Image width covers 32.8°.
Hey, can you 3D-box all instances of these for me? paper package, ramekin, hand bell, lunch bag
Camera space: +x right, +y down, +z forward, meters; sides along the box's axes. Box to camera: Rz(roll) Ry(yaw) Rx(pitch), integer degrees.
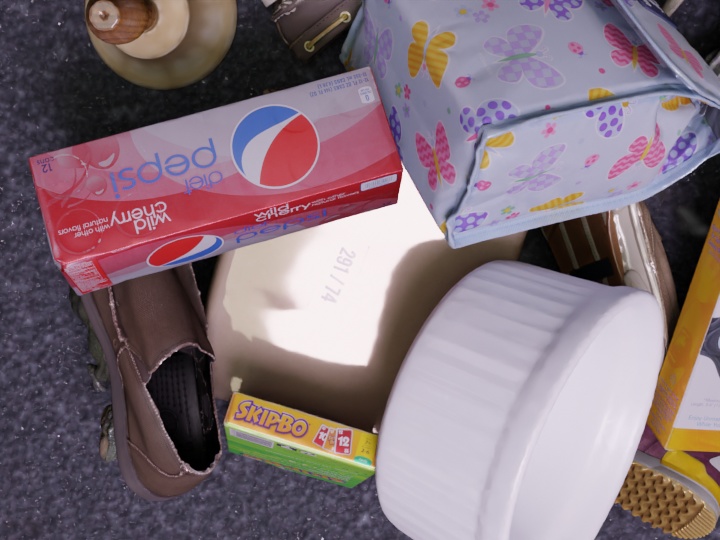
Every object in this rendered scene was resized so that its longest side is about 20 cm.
[{"bbox_3d":[0.000,0.000,0.820,0.190,0.103,0.201,17,101,-4],"label":"paper package"},{"bbox_3d":[0.095,0.091,0.735,0.098,0.200,0.201,23,104,29],"label":"ramekin"},{"bbox_3d":[-0.134,-0.152,0.735,0.104,0.200,0.104,0,103,-1],"label":"hand bell"},{"bbox_3d":[0.113,-0.127,0.735,0.199,0.170,0.127,-12,146,-23],"label":"lunch bag"}]

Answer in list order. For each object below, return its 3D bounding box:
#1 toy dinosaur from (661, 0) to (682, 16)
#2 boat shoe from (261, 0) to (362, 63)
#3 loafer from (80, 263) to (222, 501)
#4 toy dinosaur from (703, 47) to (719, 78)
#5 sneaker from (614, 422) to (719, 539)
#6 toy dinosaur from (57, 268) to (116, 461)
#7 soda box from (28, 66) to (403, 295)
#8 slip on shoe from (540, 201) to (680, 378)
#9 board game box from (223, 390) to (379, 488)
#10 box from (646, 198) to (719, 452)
[{"bbox_3d":[0.211,-0.256,0.765,0.047,0.088,0.201,-5,102,-10],"label":"toy dinosaur"},{"bbox_3d":[0.032,-0.203,0.790,0.200,0.072,0.060,-26,102,10],"label":"boat shoe"},{"bbox_3d":[-0.117,0.039,0.747,0.071,0.073,0.201,-11,92,48],"label":"loafer"},{"bbox_3d":[0.251,-0.129,0.808,0.088,0.047,0.200,5,122,-32],"label":"toy dinosaur"},{"bbox_3d":[0.177,0.101,0.866,0.200,0.090,0.075,37,142,12],"label":"sneaker"},{"bbox_3d":[-0.174,0.021,0.817,0.047,0.088,0.201,-14,95,-11],"label":"toy dinosaur"},{"bbox_3d":[-0.080,-0.051,0.700,0.199,0.063,0.070,-16,77,-6],"label":"soda box"},{"bbox_3d":[0.174,-0.021,0.833,0.060,0.076,0.201,-12,84,-39],"label":"slip on shoe"},{"bbox_3d":[-0.041,0.116,0.808,0.095,0.200,0.030,17,73,-1],"label":"board game box"},{"bbox_3d":[0.268,0.025,0.780,0.119,0.041,0.201,5,114,-16],"label":"box"}]
